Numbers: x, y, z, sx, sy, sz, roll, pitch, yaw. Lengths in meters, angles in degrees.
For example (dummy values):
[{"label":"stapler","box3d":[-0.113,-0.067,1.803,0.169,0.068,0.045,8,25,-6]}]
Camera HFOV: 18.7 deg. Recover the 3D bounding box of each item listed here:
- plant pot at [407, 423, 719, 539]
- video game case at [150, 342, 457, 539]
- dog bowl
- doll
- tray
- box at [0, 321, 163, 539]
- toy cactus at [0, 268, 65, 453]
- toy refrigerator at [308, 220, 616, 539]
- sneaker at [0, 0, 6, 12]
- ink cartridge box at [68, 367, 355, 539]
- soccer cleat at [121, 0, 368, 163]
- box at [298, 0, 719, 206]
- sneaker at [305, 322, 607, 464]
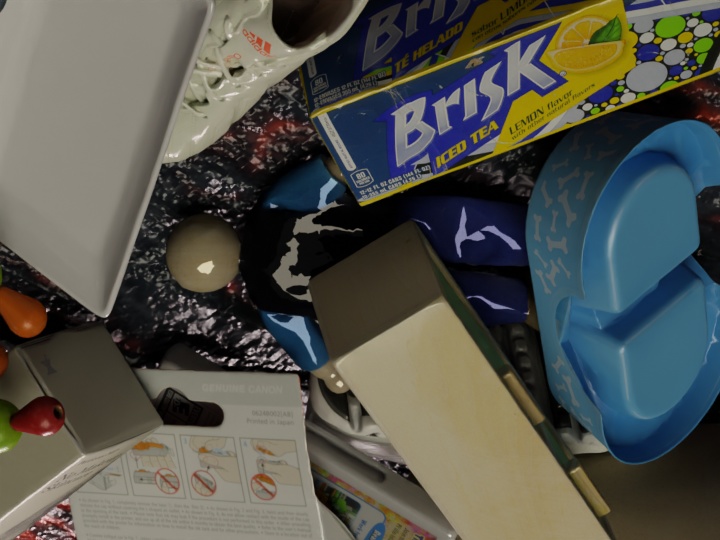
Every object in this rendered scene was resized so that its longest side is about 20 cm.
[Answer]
[{"label":"plant pot","box3d":[0.122,0.169,1.239,0.199,0.188,0.188,6,136,6]},{"label":"video game case","box3d":[-0.057,0.154,1.213,0.182,0.024,0.200,30,131,4]},{"label":"dog bowl","box3d":[0.137,0.005,1.108,0.111,0.049,0.201,-37,135,-27]},{"label":"doll","box3d":[0.000,0.000,1.111,0.199,0.049,0.137,4,116,-12]},{"label":"tray","box3d":[-0.128,-0.079,1.000,0.107,0.022,0.200,37,132,14]},{"label":"box","box3d":[-0.205,0.111,1.151,0.200,0.069,0.082,-37,171,29]},{"label":"toy cactus","box3d":[-0.247,0.024,1.051,0.200,0.102,0.165,43,138,-22]},{"label":"toy refrigerator","box3d":[0.057,0.076,1.096,0.070,0.076,0.200,-30,122,7]},{"label":"sneaker","box3d":[-0.245,-0.126,0.912,0.199,0.087,0.078,12,133,-21]},{"label":"ink cartridge box","box3d":[-0.077,0.140,1.180,0.159,0.047,0.201,0,109,27]},{"label":"soccer cleat","box3d":[-0.050,-0.110,0.973,0.069,0.078,0.200,23,127,-30]},{"label":"box","box3d":[0.074,-0.105,1.012,0.199,0.064,0.070,-21,136,10]},{"label":"sneaker","box3d":[0.065,0.073,1.197,0.199,0.075,0.081,4,148,-12]}]
